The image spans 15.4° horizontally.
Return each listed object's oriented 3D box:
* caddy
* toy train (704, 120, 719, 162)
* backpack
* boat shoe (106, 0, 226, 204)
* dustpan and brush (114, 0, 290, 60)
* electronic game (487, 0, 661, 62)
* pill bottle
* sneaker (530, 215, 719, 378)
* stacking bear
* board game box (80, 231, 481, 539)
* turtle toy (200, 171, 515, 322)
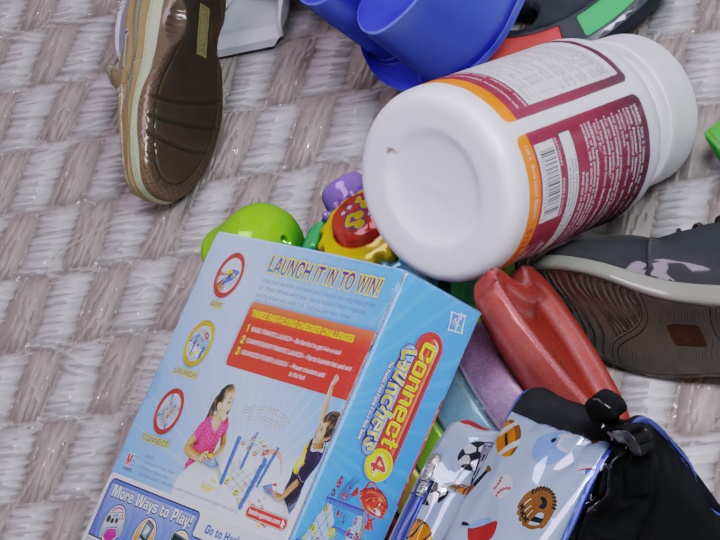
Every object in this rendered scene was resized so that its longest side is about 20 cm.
[{"bbox_3d":[0.052,-0.212,1.672,0.141,0.105,0.201,30,95,46],"label":"caddy"},{"bbox_3d":[0.287,-0.112,1.530,0.199,0.042,0.056,-33,30,1],"label":"toy train"},{"bbox_3d":[0.091,0.172,1.285,0.153,0.200,0.191,5,61,43],"label":"backpack"},{"bbox_3d":[-0.137,-0.131,1.801,0.076,0.072,0.201,-15,55,37],"label":"boat shoe"},{"bbox_3d":[-0.102,-0.241,1.895,0.139,0.057,0.201,-8,47,28],"label":"dustpan and brush"},{"bbox_3d":[0.120,-0.198,1.720,0.199,0.042,0.201,-18,44,18],"label":"electronic game"},{"bbox_3d":[0.100,-0.069,1.498,0.109,0.110,0.200,7,19,38],"label":"pill bottle"},{"bbox_3d":[0.196,0.000,1.470,0.199,0.075,0.106,10,47,38],"label":"sneaker"},{"bbox_3d":[0.037,0.102,1.444,0.200,0.121,0.114,-38,81,14],"label":"stacking bear"},{"bbox_3d":[-0.047,0.088,1.421,0.200,0.056,0.197,13,77,57],"label":"board game box"},{"bbox_3d":[0.000,0.000,1.566,0.199,0.101,0.146,-4,49,31],"label":"turtle toy"}]
